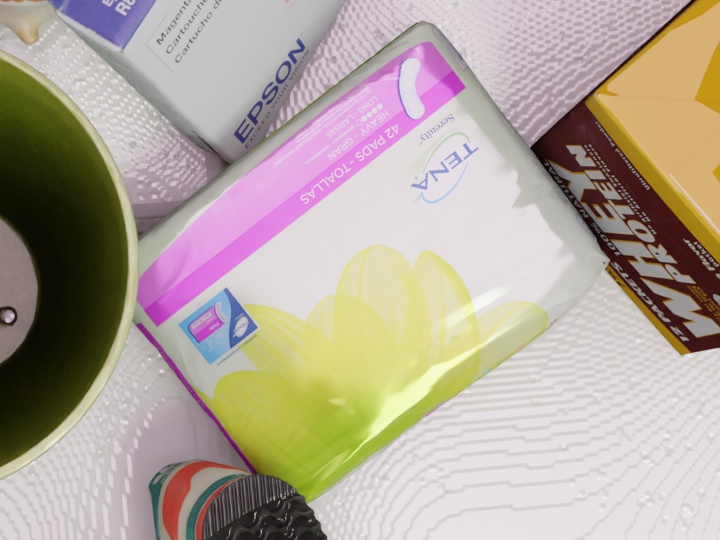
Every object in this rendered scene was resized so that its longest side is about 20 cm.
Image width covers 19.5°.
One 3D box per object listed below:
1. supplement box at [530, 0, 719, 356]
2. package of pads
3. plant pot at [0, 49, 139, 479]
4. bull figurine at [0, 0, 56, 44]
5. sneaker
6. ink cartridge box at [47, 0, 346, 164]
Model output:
[{"bbox_3d":[0.199,-0.077,0.970,0.197,0.200,0.133,-42,90,-7],"label":"supplement box"},{"bbox_3d":[0.000,0.000,0.997,0.200,0.068,0.155,-38,97,-1],"label":"package of pads"},{"bbox_3d":[-0.190,0.005,0.925,0.186,0.200,0.188,0,85,-5],"label":"plant pot"},{"bbox_3d":[-0.141,-0.144,1.009,0.199,0.065,0.122,-13,88,-7],"label":"bull figurine"},{"bbox_3d":[-0.044,0.172,0.999,0.070,0.093,0.200,-34,117,-24],"label":"sneaker"},{"bbox_3d":[-0.051,-0.168,0.958,0.043,0.200,0.197,29,84,24],"label":"ink cartridge box"}]
